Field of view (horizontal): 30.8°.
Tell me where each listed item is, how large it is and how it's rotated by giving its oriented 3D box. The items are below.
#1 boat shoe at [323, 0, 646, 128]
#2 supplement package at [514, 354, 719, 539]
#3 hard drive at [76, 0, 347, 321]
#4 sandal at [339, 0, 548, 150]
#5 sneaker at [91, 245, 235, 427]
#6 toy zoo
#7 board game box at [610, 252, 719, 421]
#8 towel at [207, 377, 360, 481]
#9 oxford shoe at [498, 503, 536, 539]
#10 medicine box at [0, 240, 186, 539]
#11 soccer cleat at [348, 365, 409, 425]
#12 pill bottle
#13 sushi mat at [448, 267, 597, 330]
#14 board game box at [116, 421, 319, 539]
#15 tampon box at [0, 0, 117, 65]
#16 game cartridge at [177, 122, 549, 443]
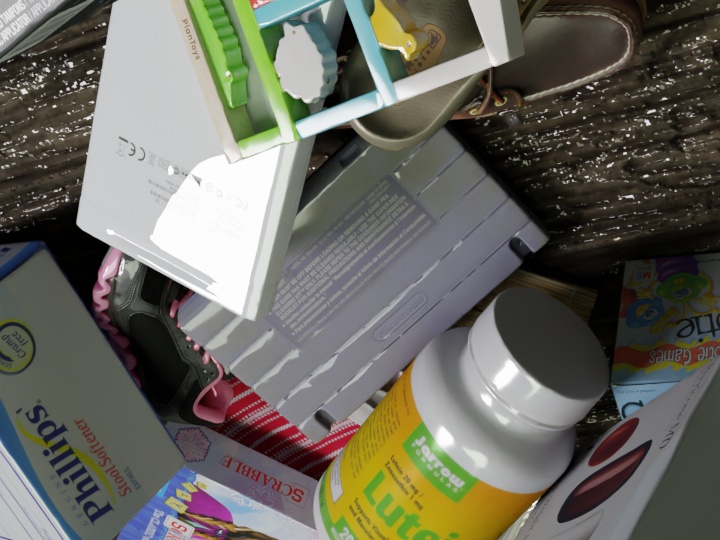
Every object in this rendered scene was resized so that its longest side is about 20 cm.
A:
[{"bbox_3d":[0.051,-0.108,0.690,0.197,0.071,0.071,-7,131,22],"label":"boat shoe"},{"bbox_3d":[0.162,0.185,0.686,0.146,0.192,0.200,37,149,1],"label":"supplement package"},{"bbox_3d":[-0.083,-0.090,0.700,0.131,0.027,0.202,27,118,21],"label":"hard drive"},{"bbox_3d":[0.051,-0.142,0.615,0.080,0.054,0.201,37,110,8],"label":"sandal"},{"bbox_3d":[-0.124,0.040,0.884,0.094,0.080,0.201,12,140,9],"label":"sneaker"},{"bbox_3d":[-0.006,-0.140,0.608,0.198,0.020,0.133,-17,97,34],"label":"toy zoo"},{"bbox_3d":[0.230,0.096,0.814,0.103,0.104,0.201,-5,133,23],"label":"board game box"},{"bbox_3d":[-0.045,0.125,0.990,0.144,0.023,0.200,-28,120,36],"label":"towel"},{"bbox_3d":[0.142,0.198,0.985,0.075,0.058,0.201,31,120,-6],"label":"oxford shoe"},{"bbox_3d":[-0.244,0.086,0.883,0.199,0.103,0.183,-3,123,50],"label":"medicine box"},{"bbox_3d":[0.000,0.074,0.901,0.199,0.078,0.070,26,98,-31],"label":"soccer cleat"},{"bbox_3d":[0.062,0.107,0.798,0.110,0.112,0.201,28,126,-12],"label":"pill bottle"},{"bbox_3d":[0.050,0.016,0.855,0.197,0.012,0.096,17,135,-1],"label":"sushi mat"},{"bbox_3d":[-0.088,0.213,1.052,0.198,0.041,0.201,26,144,-3],"label":"board game box"},{"bbox_3d":[-0.147,-0.218,0.558,0.149,0.126,0.201,-26,103,35],"label":"tampon box"},{"bbox_3d":[0.000,0.000,0.786,0.200,0.038,0.130,-41,111,13],"label":"game cartridge"}]
